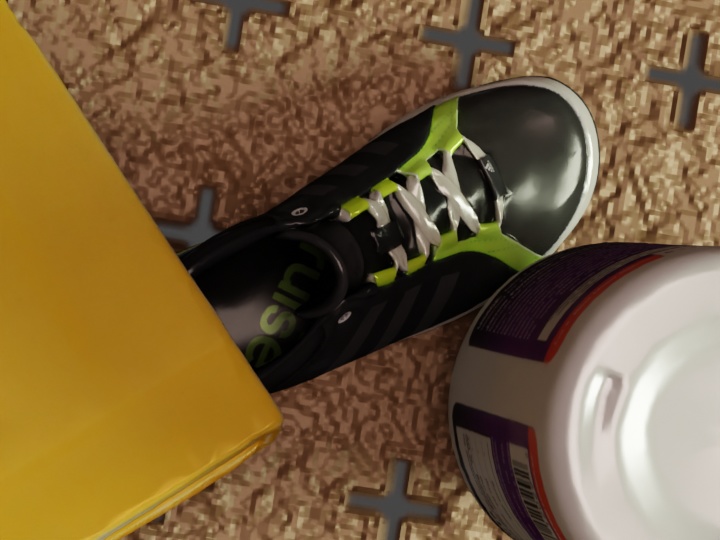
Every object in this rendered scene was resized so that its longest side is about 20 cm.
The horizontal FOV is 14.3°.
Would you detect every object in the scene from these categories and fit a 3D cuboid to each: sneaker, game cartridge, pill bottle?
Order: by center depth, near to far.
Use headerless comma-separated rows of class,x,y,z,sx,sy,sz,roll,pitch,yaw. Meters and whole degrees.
game cartridge,-0.150,0.013,0.898,0.176,0.032,0.200,-31,79,-17
pill bottle,0.090,0.047,0.927,0.111,0.200,0.112,0,92,-10
sneaker,0.000,0.000,0.969,0.200,0.083,0.072,-30,96,-8
